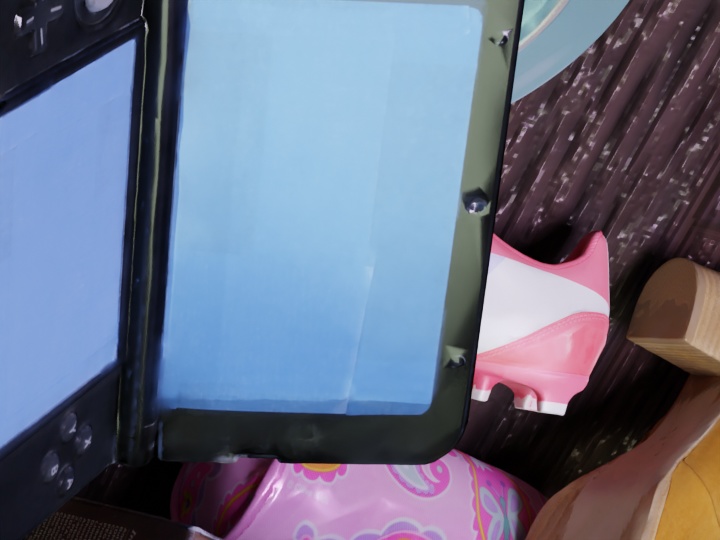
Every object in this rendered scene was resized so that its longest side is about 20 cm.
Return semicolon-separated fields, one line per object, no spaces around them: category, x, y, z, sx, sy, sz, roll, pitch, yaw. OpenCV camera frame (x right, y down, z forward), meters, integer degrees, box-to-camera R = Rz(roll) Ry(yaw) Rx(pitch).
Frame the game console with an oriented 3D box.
game console;-0.044;-0.006;0.761;0.116;0.176;0.200;17;119;21

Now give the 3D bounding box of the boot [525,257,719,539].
boot;0.147;0.105;1.006;0.144;0.071;0.201;27;81;-32

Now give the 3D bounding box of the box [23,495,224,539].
box;-0.079;0.133;0.933;0.100;0.200;0.075;29;75;-27

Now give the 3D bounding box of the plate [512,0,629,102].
plate;0.016;-0.125;0.877;0.200;0.026;0.200;-6;127;-8

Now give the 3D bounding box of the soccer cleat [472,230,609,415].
soccer cleat;0.000;0.000;0.952;0.200;0.067;0.077;15;84;-13

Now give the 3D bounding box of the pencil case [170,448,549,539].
pencil case;0.016;0.108;1.016;0.200;0.087;0.087;28;115;-29
